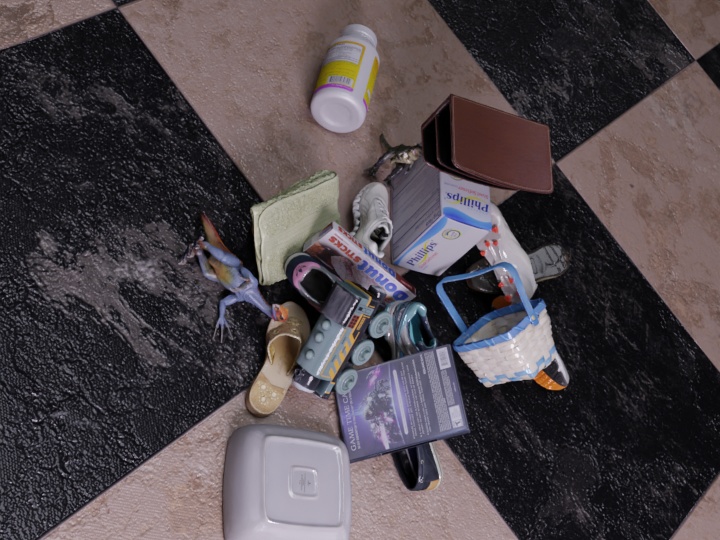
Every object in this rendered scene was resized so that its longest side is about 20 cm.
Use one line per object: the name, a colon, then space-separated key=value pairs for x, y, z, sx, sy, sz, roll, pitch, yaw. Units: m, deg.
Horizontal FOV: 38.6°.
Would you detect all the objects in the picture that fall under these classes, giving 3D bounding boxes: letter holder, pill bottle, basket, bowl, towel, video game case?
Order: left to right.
bowl: x=-0.096 y=0.319 z=1.507 sx=0.198 sy=0.075 sz=0.202 roll=13 pitch=57 yaw=-25
towel: x=-0.101 y=-0.070 z=1.687 sx=0.036 sy=0.150 sz=0.199 roll=18 pitch=35 yaw=36
pill bottle: x=-0.023 y=-0.359 z=1.899 sx=0.103 sy=0.104 sz=0.202 roll=26 pitch=54 yaw=-16
video game case: x=0.061 y=0.208 z=1.607 sx=0.019 sy=0.198 sz=0.144 roll=51 pitch=25 yaw=-61
letter holder: x=0.211 y=-0.183 z=1.711 sx=0.198 sy=0.101 sz=0.144 roll=13 pitch=60 yaw=-24
basket: x=0.231 y=0.089 z=1.765 sx=0.139 sy=0.175 sz=0.201 roll=-41 pitch=107 yaw=-38

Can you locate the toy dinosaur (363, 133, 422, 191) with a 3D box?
toy dinosaur: x=0.057 y=-0.197 z=1.852 sx=0.047 sy=0.200 sz=0.088 roll=38 pitch=87 yaw=-25

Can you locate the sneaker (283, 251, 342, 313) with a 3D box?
sneaker: x=-0.040 y=0.052 z=1.659 sx=0.199 sy=0.082 sz=0.070 roll=37 pitch=93 yaw=-21

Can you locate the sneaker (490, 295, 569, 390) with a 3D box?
sneaker: x=0.326 y=0.118 z=1.866 sx=0.092 sy=0.076 sz=0.201 roll=-26 pitch=80 yaw=-42

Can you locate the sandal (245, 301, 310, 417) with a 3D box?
sandal: x=-0.114 y=0.127 z=1.602 sx=0.077 sy=0.070 sz=0.213 roll=30 pitch=53 yaw=-13

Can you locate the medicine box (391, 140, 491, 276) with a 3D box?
medicine box: x=0.138 y=-0.124 z=1.815 sx=0.102 sy=0.182 sz=0.202 roll=13 pitch=59 yaw=-23

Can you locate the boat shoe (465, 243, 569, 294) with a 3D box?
boat shoe: x=0.288 y=0.003 z=1.905 sx=0.198 sy=0.074 sz=0.077 roll=-9 pitch=83 yaw=-14

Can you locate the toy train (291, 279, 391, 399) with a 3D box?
toy train: x=-0.033 y=0.107 z=1.592 sx=0.085 sy=0.201 sz=0.114 roll=36 pitch=9 yaw=37

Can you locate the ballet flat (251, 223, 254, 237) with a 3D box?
ballet flat: x=-0.103 y=-0.109 z=1.742 sx=0.069 sy=0.063 sz=0.200 roll=44 pitch=51 yaw=2

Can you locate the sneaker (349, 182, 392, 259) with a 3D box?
sneaker: x=0.025 y=-0.080 z=1.778 sx=0.075 sy=0.081 sz=0.201 roll=43 pitch=43 yaw=-28

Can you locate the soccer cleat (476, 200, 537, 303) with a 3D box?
soccer cleat: x=0.254 y=-0.038 z=1.828 sx=0.077 sy=0.069 sz=0.202 roll=-32 pitch=100 yaw=-48

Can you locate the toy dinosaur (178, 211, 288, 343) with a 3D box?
toy dinosaur: x=-0.185 y=0.006 z=1.608 sx=0.180 sy=0.105 sz=0.202 roll=29 pitch=51 yaw=-19

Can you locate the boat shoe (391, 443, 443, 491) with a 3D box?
boat shoe: x=0.068 y=0.257 z=1.637 sx=0.062 sy=0.074 sz=0.202 roll=-10 pitch=75 yaw=-45

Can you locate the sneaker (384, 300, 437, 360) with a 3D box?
sneaker: x=0.090 y=0.147 z=1.684 sx=0.077 sy=0.086 sz=0.202 roll=-12 pitch=88 yaw=-37

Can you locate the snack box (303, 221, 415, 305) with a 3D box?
snack box: x=0.000 y=0.000 z=1.703 sx=0.200 sy=0.072 sz=0.024 roll=39 pitch=30 yaw=-28
